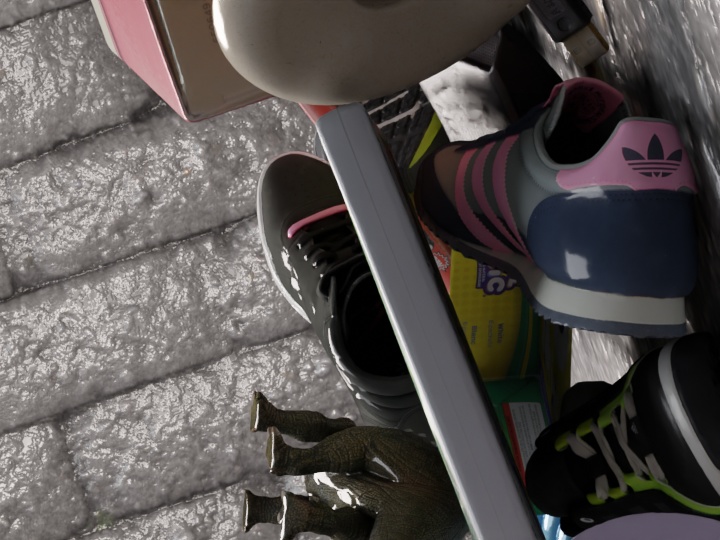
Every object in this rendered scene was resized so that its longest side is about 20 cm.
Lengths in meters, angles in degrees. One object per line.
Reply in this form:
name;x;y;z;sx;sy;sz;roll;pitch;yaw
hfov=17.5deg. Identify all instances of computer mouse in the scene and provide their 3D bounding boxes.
computer mouse;0.075;-0.079;0.967;0.200;0.046;0.140;59;156;-14

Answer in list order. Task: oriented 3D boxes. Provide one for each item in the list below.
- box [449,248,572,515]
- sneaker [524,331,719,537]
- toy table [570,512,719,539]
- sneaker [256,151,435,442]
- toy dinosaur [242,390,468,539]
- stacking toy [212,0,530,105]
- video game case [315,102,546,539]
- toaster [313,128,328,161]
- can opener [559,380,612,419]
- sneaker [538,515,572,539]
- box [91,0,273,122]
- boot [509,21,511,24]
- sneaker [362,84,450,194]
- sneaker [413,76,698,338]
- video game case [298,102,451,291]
box;0.074;0.004;1.115;0.118;0.048;0.201;73;-165;-51
sneaker;0.108;0.081;0.920;0.200;0.083;0.072;77;174;-75
toy table;0.111;0.179;0.689;0.200;0.183;0.118;-95;6;-58
sneaker;0.000;0.000;1.125;0.099;0.071;0.200;78;166;-58
toy dinosaur;0.007;0.093;1.002;0.200;0.102;0.077;171;101;-74
stacking toy;-0.024;-0.175;0.870;0.200;0.146;0.146;58;172;30
video game case;0.032;0.036;0.921;0.182;0.022;0.201;3;-115;-87
toaster;0.048;-0.019;1.439;0.129;0.113;0.201;59;-170;-79
can opener;0.134;0.146;1.048;0.053;0.066;0.201;-41;61;40
sneaker;0.125;0.138;1.197;0.131;0.080;0.200;43;-177;37
box;-0.062;-0.157;1.121;0.200;0.127;0.109;-137;28;-68
boot;0.018;-0.203;1.162;0.200;0.072;0.145;-120;13;-55
sneaker;0.046;-0.077;1.202;0.081;0.074;0.200;59;-154;-14
sneaker;0.077;-0.037;0.887;0.200;0.070;0.082;-143;57;-65
video game case;0.029;-0.067;1.261;0.200;0.017;0.143;51;-155;-19
